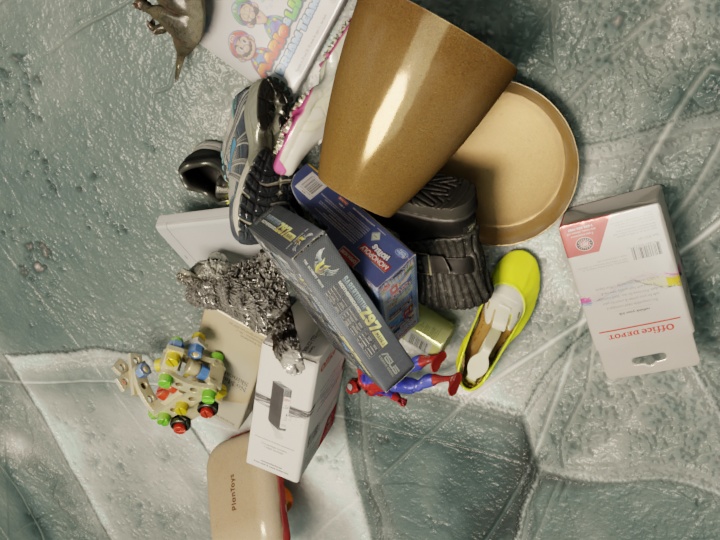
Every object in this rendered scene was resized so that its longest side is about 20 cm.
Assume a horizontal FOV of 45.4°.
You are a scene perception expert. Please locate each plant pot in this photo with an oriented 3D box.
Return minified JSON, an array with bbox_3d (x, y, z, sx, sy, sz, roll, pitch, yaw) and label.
[{"bbox_3d":[0.038,-0.167,0.912,0.185,0.186,0.202,30,101,5],"label":"plant pot"},{"bbox_3d":[0.158,-0.127,1.013,0.196,0.028,0.203,8,116,16],"label":"plant pot"}]

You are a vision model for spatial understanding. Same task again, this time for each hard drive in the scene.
[{"bbox_3d":[-0.155,-0.033,1.134,0.197,0.027,0.132,-4,142,26],"label":"hard drive"}]

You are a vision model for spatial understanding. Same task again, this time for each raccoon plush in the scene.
[{"bbox_3d":[-0.152,0.048,1.055,0.132,0.201,0.098,-12,128,-8],"label":"raccoon plush"}]

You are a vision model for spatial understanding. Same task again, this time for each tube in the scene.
[{"bbox_3d":[0.031,0.042,1.132,0.198,0.058,0.052,31,165,12],"label":"tube"}]

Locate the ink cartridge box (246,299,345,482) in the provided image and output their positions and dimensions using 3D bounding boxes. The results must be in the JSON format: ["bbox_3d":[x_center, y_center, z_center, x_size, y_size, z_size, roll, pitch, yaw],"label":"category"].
[{"bbox_3d":[-0.081,0.156,1.167,0.082,0.145,0.203,18,119,11],"label":"ink cartridge box"}]

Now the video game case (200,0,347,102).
[{"bbox_3d":[-0.113,-0.328,1.021,0.181,0.024,0.201,36,121,2],"label":"video game case"}]

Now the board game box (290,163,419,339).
[{"bbox_3d":[0.000,0.000,1.037,0.200,0.061,0.201,42,165,34],"label":"board game box"}]

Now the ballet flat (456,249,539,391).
[{"bbox_3d":[0.170,0.071,1.078,0.066,0.067,0.202,25,120,8],"label":"ballet flat"}]

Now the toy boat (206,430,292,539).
[{"bbox_3d":[-0.151,0.351,1.304,0.129,0.130,0.203,-22,63,28],"label":"toy boat"}]

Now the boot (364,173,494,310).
[{"bbox_3d":[0.060,-0.042,1.037,0.209,0.079,0.159,22,142,36],"label":"boot"}]

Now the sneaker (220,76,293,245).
[{"bbox_3d":[-0.131,-0.128,1.042,0.085,0.077,0.204,-4,75,44],"label":"sneaker"}]

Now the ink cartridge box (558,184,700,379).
[{"bbox_3d":[0.315,0.017,0.998,0.115,0.068,0.203,-13,107,26],"label":"ink cartridge box"}]

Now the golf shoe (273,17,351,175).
[{"bbox_3d":[-0.028,-0.188,0.994,0.091,0.075,0.202,31,92,-13],"label":"golf shoe"}]

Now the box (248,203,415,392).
[{"bbox_3d":[-0.034,0.028,0.971,0.051,0.157,0.201,-39,116,-9],"label":"box"}]

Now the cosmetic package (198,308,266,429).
[{"bbox_3d":[-0.178,0.119,1.213,0.102,0.073,0.202,26,128,6],"label":"cosmetic package"}]

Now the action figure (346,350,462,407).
[{"bbox_3d":[0.045,0.147,1.148,0.066,0.052,0.199,48,146,-19],"label":"action figure"}]

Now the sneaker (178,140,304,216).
[{"bbox_3d":[-0.144,-0.104,1.103,0.197,0.085,0.076,15,119,13],"label":"sneaker"}]

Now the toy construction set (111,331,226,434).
[{"bbox_3d":[-0.258,0.153,1.168,0.198,0.093,0.131,-19,135,43],"label":"toy construction set"}]

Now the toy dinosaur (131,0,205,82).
[{"bbox_3d":[-0.217,-0.315,1.012,0.101,0.077,0.203,23,116,26],"label":"toy dinosaur"}]
